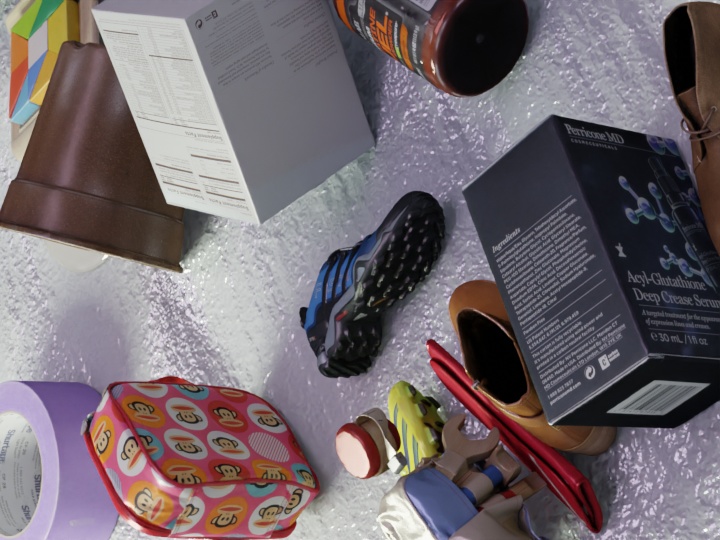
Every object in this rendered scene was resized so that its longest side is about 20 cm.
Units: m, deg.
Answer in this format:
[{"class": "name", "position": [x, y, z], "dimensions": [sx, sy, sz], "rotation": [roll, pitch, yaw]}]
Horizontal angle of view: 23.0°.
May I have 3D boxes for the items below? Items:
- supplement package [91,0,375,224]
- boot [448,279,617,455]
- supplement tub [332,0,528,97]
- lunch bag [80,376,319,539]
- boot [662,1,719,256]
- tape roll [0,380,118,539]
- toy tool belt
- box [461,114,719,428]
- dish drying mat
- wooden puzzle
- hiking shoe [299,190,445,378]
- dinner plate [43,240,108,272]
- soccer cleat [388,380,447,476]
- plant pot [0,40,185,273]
[{"class": "supplement package", "position": [-0.112, -0.172, 1.590], "dimensions": [0.150, 0.151, 0.201], "rotation": [13, 131, 48]}, {"class": "boot", "position": [0.105, 0.060, 1.374], "dimensions": [0.077, 0.155, 0.201], "rotation": [-43, 55, 13]}, {"class": "supplement tub", "position": [0.046, -0.232, 1.515], "dimensions": [0.200, 0.106, 0.108], "rotation": [39, 115, 43]}, {"class": "lunch bag", "position": [-0.150, 0.163, 1.625], "dimensions": [0.082, 0.199, 0.176], "rotation": [-58, 45, 24]}, {"class": "boot", "position": [0.256, -0.099, 1.292], "dimensions": [0.073, 0.075, 0.202], "rotation": [-17, 75, 44]}, {"class": "tape roll", "position": [-0.346, 0.221, 1.923], "dimensions": [0.199, 0.084, 0.202], "rotation": [-7, 81, 48]}, {"class": "toy tool belt", "position": [0.081, 0.182, 1.396], "dimensions": [0.201, 0.122, 0.125], "rotation": [53, 143, 15]}, {"class": "box", "position": [0.187, 0.004, 1.303], "dimensions": [0.107, 0.148, 0.201], "rotation": [-40, 59, 37]}, {"class": "dish drying mat", "position": [0.121, 0.131, 1.425], "dimensions": [0.018, 0.077, 0.200], "rotation": [-40, 48, -9]}, {"class": "wooden puzzle", "position": [-0.351, -0.249, 1.995], "dimensions": [0.185, 0.037, 0.202], "rotation": [-37, 53, 40]}, {"class": "hiking shoe", "position": [0.000, 0.000, 1.566], "dimensions": [0.087, 0.074, 0.201], "rotation": [54, 124, 35]}, {"class": "dinner plate", "position": [-0.313, -0.099, 1.964], "dimensions": [0.199, 0.024, 0.202], "rotation": [-7, 80, 47]}, {"class": "soccer cleat", "position": [0.056, 0.187, 1.486], "dimensions": [0.083, 0.065, 0.201], "rotation": [-34, 63, 21]}, {"class": "plant pot", "position": [-0.252, -0.116, 1.783], "dimensions": [0.199, 0.199, 0.200], "rotation": [12, 88, 48]}]
